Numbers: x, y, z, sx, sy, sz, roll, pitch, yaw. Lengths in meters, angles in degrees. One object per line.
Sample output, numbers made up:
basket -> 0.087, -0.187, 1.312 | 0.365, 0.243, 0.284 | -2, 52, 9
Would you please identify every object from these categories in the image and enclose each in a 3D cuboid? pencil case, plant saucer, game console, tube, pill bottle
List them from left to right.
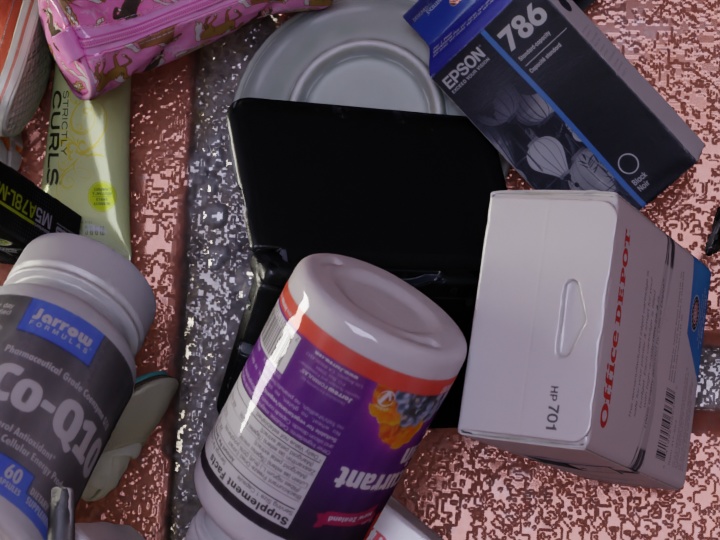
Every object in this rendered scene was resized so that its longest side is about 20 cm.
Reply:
pill bottle -> -0.205, 0.081, 1.073 | 0.113, 0.114, 0.201 | 16, 53, 9
tube -> -0.186, -0.105, 1.217 | 0.051, 0.058, 0.202 | 7, 84, -32
pencil case -> -0.117, -0.181, 1.174 | 0.199, 0.087, 0.083 | -24, 67, -17
pill bottle -> -0.029, 0.102, 1.023 | 0.111, 0.111, 0.201 | 31, 109, 11
game console -> 0.000, 0.000, 1.124 | 0.198, 0.117, 0.177 | 2, 121, -30
plant saucer -> 0.005, -0.099, 1.193 | 0.198, 0.050, 0.202 | -1, 79, 6

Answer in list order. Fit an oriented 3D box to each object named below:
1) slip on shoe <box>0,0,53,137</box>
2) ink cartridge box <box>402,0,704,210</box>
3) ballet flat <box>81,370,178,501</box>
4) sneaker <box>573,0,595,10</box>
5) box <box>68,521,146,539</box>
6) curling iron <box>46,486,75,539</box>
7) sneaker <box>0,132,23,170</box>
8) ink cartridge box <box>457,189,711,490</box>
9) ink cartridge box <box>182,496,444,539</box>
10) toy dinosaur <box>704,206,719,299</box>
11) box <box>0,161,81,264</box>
slip on shoe -> -0.242, -0.181, 1.211 | 0.060, 0.074, 0.202 | 2, 66, -1
ink cartridge box -> 0.120, -0.118, 1.143 | 0.200, 0.039, 0.099 | 46, 120, -3
ballet flat -> -0.201, 0.133, 1.169 | 0.198, 0.069, 0.070 | -24, 78, 10
sneaker -> 0.089, -0.206, 1.189 | 0.198, 0.084, 0.122 | -12, 70, 3
box -> -0.109, 0.247, 1.022 | 0.200, 0.124, 0.098 | 40, 89, 12
curling iron -> -0.177, 0.219, 0.960 | 0.049, 0.026, 0.202 | 7, 83, 7
sneaker -> -0.297, -0.152, 1.224 | 0.077, 0.078, 0.202 | -18, 76, 14
ink cartridge box -> 0.142, 0.046, 1.069 | 0.085, 0.200, 0.148 | 4, 79, 29
ink cartridge box -> -0.053, 0.215, 1.127 | 0.146, 0.083, 0.201 | 37, 86, 12
toy dinosaur -> 0.299, -0.037, 1.131 | 0.135, 0.102, 0.202 | 18, 85, 22
box -> -0.307, -0.051, 1.132 | 0.198, 0.193, 0.048 | 6, 80, 15
